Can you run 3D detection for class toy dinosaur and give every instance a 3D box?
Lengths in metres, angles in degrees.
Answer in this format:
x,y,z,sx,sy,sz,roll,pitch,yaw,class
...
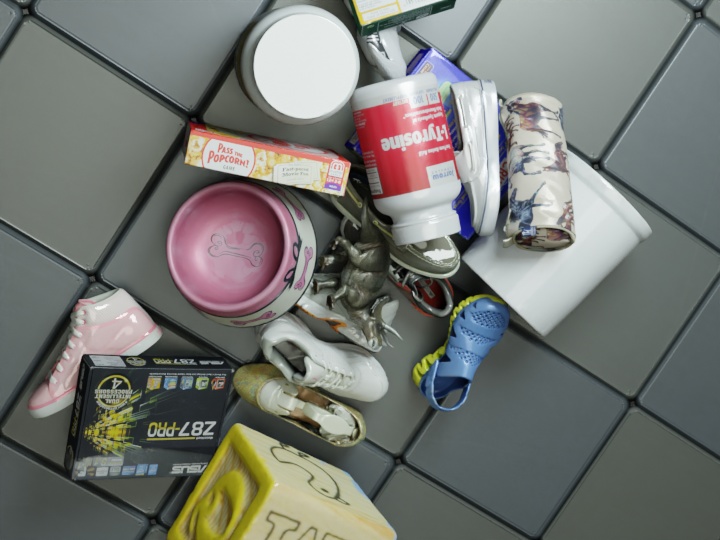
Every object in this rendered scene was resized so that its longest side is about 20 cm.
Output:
x,y,z,sx,sy,sz,roll,pitch,yaw,class
0.000,0.000,1.591,0.102,0.077,0.200,0,100,-29,toy dinosaur

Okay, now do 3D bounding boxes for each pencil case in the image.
x,y,z,sx,sy,sz,roll,pitch,yaw,class
0.218,-0.124,1.542,0.089,0.078,0.200,-1,71,-3,pencil case

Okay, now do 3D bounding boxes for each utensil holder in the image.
x,y,z,sx,sy,sz,roll,pitch,yaw,class
0.257,-0.036,1.636,0.170,0.170,0.200,43,95,-14,utensil holder

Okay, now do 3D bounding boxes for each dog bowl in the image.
x,y,z,sx,sy,sz,roll,pitch,yaw,class
-0.160,-0.027,1.574,0.200,0.074,0.200,-1,85,13,dog bowl

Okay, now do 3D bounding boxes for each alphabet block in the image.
x,y,z,sx,sy,sz,roll,pitch,yaw,class
-0.109,0.352,1.619,0.200,0.195,0.196,29,94,-28,alphabet block

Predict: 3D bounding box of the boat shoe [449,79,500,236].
x,y,z,sx,sy,sz,roll,pitch,yaw,class
0.141,-0.143,1.572,0.065,0.074,0.200,-2,92,-4,boat shoe

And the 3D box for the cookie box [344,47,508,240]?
x,y,z,sx,sy,sz,roll,pitch,yaw,class
0.111,-0.167,1.631,0.200,0.075,0.171,38,93,-14,cookie box

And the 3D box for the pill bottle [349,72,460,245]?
x,y,z,sx,sy,sz,roll,pitch,yaw,class
0.061,-0.137,1.525,0.112,0.112,0.200,-14,96,-6,pill bottle

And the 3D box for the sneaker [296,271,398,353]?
x,y,z,sx,sy,sz,roll,pitch,yaw,class
-0.038,0.026,1.654,0.200,0.076,0.092,33,87,-21,sneaker

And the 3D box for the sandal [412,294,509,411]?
x,y,z,sx,sy,sz,roll,pitch,yaw,class
0.141,0.118,1.650,0.079,0.087,0.200,18,125,-16,sandal

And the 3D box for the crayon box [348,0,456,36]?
x,y,z,sx,sy,sz,roll,pitch,yaw,class
0.029,-0.405,1.519,0.126,0.052,0.200,-18,85,-3,crayon box

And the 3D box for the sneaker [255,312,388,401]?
x,y,z,sx,sy,sz,roll,pitch,yaw,class
-0.054,0.134,1.647,0.200,0.099,0.078,25,110,-10,sneaker

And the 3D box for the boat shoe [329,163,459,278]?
x,y,z,sx,sy,sz,roll,pitch,yaw,class
0.049,-0.065,1.607,0.202,0.060,0.072,37,63,5,boat shoe

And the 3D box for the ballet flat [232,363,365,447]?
x,y,z,sx,sy,sz,roll,pitch,yaw,class
-0.079,0.185,1.674,0.200,0.071,0.071,28,95,-13,ballet flat

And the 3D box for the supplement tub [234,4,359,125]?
x,y,z,sx,sy,sz,roll,pitch,yaw,class
-0.080,-0.255,1.518,0.144,0.200,0.144,-2,101,-9,supplement tub

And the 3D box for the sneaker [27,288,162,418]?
x,y,z,sx,sy,sz,roll,pitch,yaw,class
-0.369,0.099,1.605,0.200,0.075,0.105,-36,109,-9,sneaker

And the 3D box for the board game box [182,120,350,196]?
x,y,z,sx,sy,sz,roll,pitch,yaw,class
-0.123,-0.143,1.559,0.200,0.152,0.046,11,99,-12,board game box

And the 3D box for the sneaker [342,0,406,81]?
x,y,z,sx,sy,sz,roll,pitch,yaw,class
0.039,-0.346,1.573,0.115,0.075,0.200,-26,90,-4,sneaker

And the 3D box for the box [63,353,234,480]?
x,y,z,sx,sy,sz,roll,pitch,yaw,class
-0.278,0.192,1.612,0.200,0.049,0.161,4,109,-31,box

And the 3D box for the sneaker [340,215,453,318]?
x,y,z,sx,sy,sz,roll,pitch,yaw,class
0.059,-0.011,1.649,0.200,0.082,0.077,41,92,-14,sneaker
